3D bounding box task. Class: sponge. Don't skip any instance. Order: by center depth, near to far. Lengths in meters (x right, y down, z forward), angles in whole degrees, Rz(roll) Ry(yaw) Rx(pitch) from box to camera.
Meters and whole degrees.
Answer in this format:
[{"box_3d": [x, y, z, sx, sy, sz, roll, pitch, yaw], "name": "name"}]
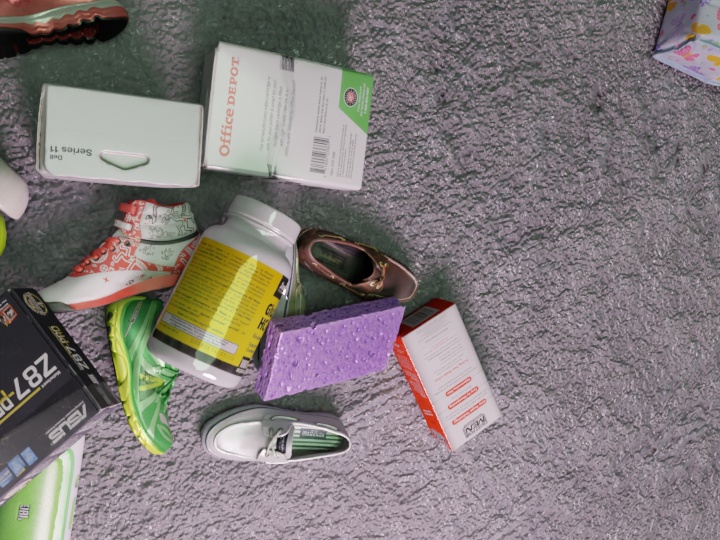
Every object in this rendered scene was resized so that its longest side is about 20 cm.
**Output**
[{"box_3d": [-0.036, 0.100, 0.876, 0.200, 0.030, 0.112, -9, 126, -37], "name": "sponge"}]

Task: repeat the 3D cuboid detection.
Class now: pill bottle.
[{"box_3d": [-0.148, 0.022, 0.759, 0.112, 0.112, 0.200, 29, 81, -25], "name": "pill bottle"}]

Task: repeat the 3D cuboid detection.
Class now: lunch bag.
[{"box_3d": [0.607, -0.403, 1.100, 0.200, 0.127, 0.170, 15, 88, -16], "name": "lunch bag"}]

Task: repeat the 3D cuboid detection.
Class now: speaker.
[{"box_3d": [-0.368, 0.258, 0.757, 0.088, 0.088, 0.200, 8, 94, -26], "name": "speaker"}]

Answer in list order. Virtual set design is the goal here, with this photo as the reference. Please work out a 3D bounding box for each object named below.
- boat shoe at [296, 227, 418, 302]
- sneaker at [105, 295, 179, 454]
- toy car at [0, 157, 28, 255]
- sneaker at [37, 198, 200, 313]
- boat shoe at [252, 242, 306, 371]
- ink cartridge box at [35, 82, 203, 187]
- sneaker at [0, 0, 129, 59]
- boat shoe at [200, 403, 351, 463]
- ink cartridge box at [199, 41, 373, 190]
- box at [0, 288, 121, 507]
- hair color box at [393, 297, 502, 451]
[{"box_3d": [0.000, 0.000, 0.902, 0.200, 0.070, 0.071, 20, 87, -27], "name": "boat shoe"}, {"box_3d": [-0.248, 0.127, 0.800, 0.083, 0.074, 0.200, -12, 102, -19], "name": "sneaker"}, {"box_3d": [-0.439, -0.072, 0.643, 0.175, 0.150, 0.200, -46, 113, -13], "name": "toy car"}, {"box_3d": [-0.282, -0.022, 0.770, 0.201, 0.067, 0.108, -15, 102, -26], "name": "sneaker"}, {"box_3d": [-0.103, 0.037, 0.867, 0.062, 0.072, 0.200, -5, 109, -38], "name": "boat shoe"}, {"box_3d": [-0.253, -0.132, 0.693, 0.146, 0.200, 0.083, 2, 96, -25], "name": "ink cartridge box"}, {"box_3d": [-0.357, -0.283, 0.708, 0.200, 0.074, 0.087, -17, 90, -26], "name": "sneaker"}, {"box_3d": [-0.106, 0.217, 0.882, 0.200, 0.067, 0.074, 0, 97, -25], "name": "boat shoe"}, {"box_3d": [-0.096, -0.184, 0.823, 0.200, 0.084, 0.146, 6, 95, -25], "name": "ink cartridge box"}, {"box_3d": [-0.376, 0.141, 0.693, 0.200, 0.049, 0.161, -40, 85, 4], "name": "box"}, {"box_3d": [0.123, 0.152, 0.983, 0.101, 0.061, 0.200, -30, 107, -19], "name": "hair color box"}]
